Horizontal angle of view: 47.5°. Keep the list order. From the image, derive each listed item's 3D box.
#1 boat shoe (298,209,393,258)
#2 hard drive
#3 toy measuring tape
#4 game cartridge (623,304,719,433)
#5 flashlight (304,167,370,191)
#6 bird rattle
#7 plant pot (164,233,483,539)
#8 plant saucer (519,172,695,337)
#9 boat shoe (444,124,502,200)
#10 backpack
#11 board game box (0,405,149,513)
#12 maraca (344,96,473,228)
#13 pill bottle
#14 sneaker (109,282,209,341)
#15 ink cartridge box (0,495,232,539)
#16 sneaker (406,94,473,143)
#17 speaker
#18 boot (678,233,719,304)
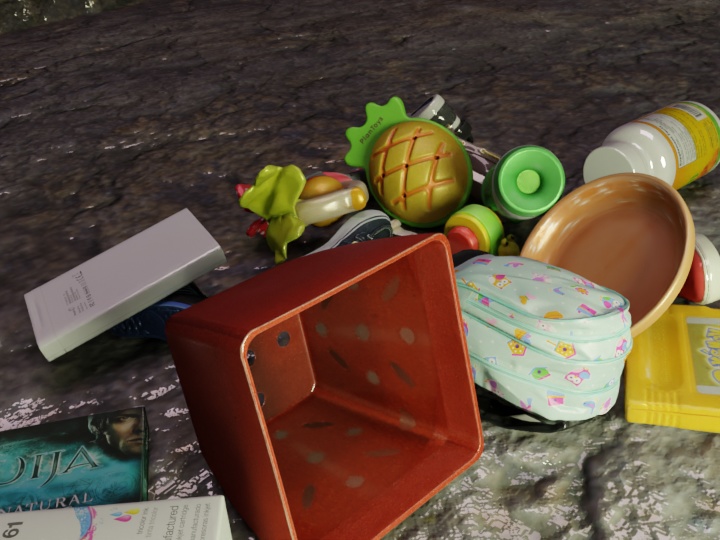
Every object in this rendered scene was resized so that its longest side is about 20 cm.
[{"bbox_3d":[0.000,0.000,0.937,0.091,0.071,0.200,23,40,27],"label":"boat shoe"},{"bbox_3d":[-0.251,0.009,0.867,0.199,0.027,0.132,-31,33,-13],"label":"hard drive"},{"bbox_3d":[0.110,-0.055,1.012,0.199,0.074,0.073,21,37,38],"label":"toy measuring tape"},{"bbox_3d":[0.348,0.088,0.758,0.199,0.033,0.176,5,29,15],"label":"game cartridge"},{"bbox_3d":[-0.009,-0.129,1.176,0.068,0.068,0.200,51,44,9],"label":"flashlight"},{"bbox_3d":[-0.069,-0.073,1.009,0.162,0.113,0.200,-13,4,-3],"label":"bird rattle"},{"bbox_3d":[-0.042,0.087,0.657,0.199,0.201,0.176,-27,24,-36],"label":"plant pot"},{"bbox_3d":[0.247,-0.005,0.833,0.200,0.037,0.201,-31,41,32],"label":"plant saucer"},{"bbox_3d":[0.124,-0.171,1.167,0.199,0.072,0.060,33,78,21],"label":"boat shoe"},{"bbox_3d":[0.142,0.057,0.742,0.166,0.127,0.199,-24,37,-39],"label":"backpack"},{"bbox_3d":[-0.276,0.177,0.672,0.199,0.028,0.135,-9,29,-9],"label":"board game box"},{"bbox_3d":[0.063,-0.145,1.099,0.200,0.137,0.107,44,10,19],"label":"maraca"},{"bbox_3d":[0.398,-0.155,1.119,0.199,0.112,0.111,-24,34,-33],"label":"pill bottle"},{"bbox_3d":[-0.189,0.039,0.873,0.199,0.070,0.078,11,39,28],"label":"sneaker"},{"bbox_3d":[-0.184,0.227,0.509,0.199,0.085,0.145,-6,28,-1],"label":"ink cartridge box"},{"bbox_3d":[0.105,-0.193,1.281,0.073,0.112,0.200,-50,11,-17],"label":"sneaker"},{"bbox_3d":[0.194,-0.102,0.999,0.088,0.089,0.200,-2,1,4],"label":"speaker"},{"bbox_3d":[0.287,-0.004,0.882,0.143,0.073,0.200,-6,13,-3],"label":"boot"}]
